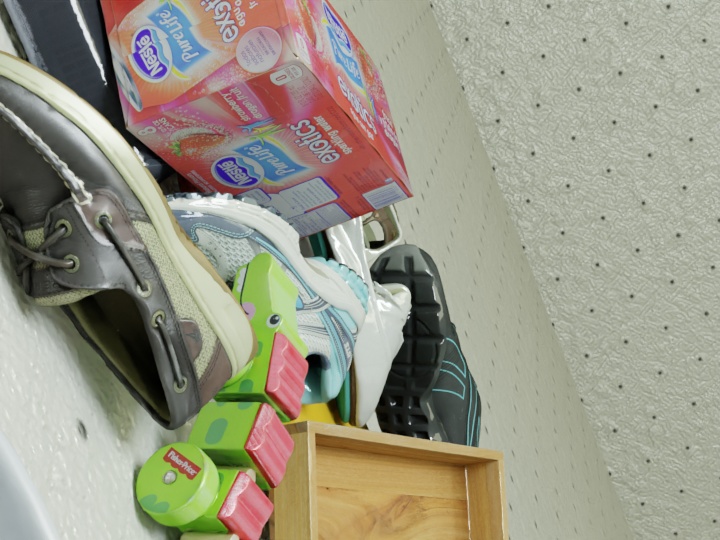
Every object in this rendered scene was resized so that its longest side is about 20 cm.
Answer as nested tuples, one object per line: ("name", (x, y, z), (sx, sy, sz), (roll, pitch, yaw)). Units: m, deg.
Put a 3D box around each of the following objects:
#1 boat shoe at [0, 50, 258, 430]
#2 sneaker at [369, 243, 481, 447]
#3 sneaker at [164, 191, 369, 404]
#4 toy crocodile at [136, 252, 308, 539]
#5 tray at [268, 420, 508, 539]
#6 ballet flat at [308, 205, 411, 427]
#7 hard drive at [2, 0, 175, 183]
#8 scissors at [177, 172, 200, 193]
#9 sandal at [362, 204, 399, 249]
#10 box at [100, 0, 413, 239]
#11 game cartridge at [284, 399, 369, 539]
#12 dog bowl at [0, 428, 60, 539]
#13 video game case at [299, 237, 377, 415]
("boat shoe", (-0.121, -0.009, 0.667), (0.200, 0.073, 0.065), (50, 53, -26))
("sneaker", (0.042, 0.077, 1.042), (0.079, 0.075, 0.202), (-27, 115, -58))
("sneaker", (-0.062, 0.020, 0.842), (0.199, 0.077, 0.087), (30, 60, -47))
("toy crocodile", (-0.059, 0.083, 0.748), (0.068, 0.061, 0.201), (58, 37, -47))
("tray", (0.022, 0.154, 0.918), (0.199, 0.037, 0.100), (16, 66, -50))
("ballet flat", (0.000, 0.000, 0.969), (0.069, 0.069, 0.202), (-37, 116, -78))
("hard drive", (-0.133, -0.115, 0.854), (0.200, 0.042, 0.136), (-64, 133, -74))
("scissors", (-0.075, 0.008, 0.987), (0.073, 0.014, 0.201), (-75, 143, -71))
("sandal", (-0.002, -0.043, 1.108), (0.080, 0.057, 0.201), (63, 5, -2))
("box", (-0.053, -0.098, 0.839), (0.200, 0.102, 0.095), (42, 30, -64))
("game cartridge", (-0.011, 0.151, 0.993), (0.176, 0.032, 0.201), (-64, 133, -76))
("dog bowl", (-0.139, 0.112, 0.361), (0.200, 0.078, 0.202), (-20, 90, -79))
("video game case", (-0.029, -0.008, 1.113), (0.183, 0.024, 0.200), (61, 5, -31))
